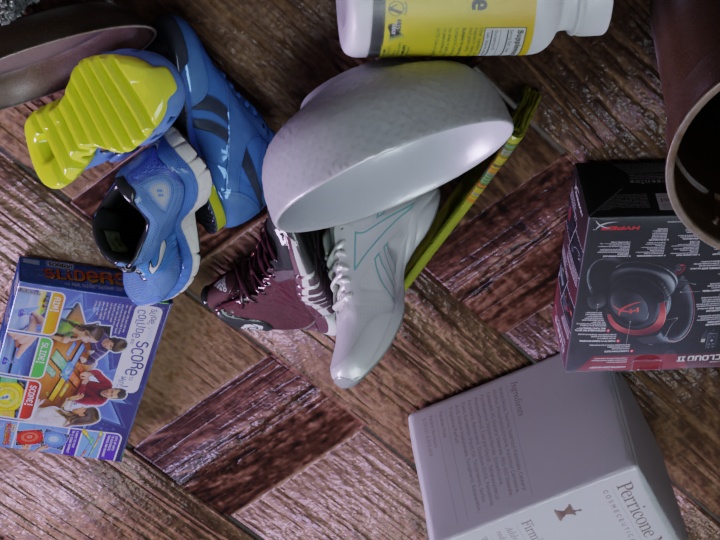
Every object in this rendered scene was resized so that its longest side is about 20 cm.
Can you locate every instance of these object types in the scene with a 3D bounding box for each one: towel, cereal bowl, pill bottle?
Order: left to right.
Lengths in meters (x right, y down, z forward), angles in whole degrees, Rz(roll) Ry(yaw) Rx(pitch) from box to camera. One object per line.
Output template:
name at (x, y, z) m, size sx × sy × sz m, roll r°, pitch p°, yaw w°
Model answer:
cereal bowl at (0.012, -0.106, 1.667) m, size 0.199 × 0.084 × 0.200 m, roll -23°, pitch 171°, yaw -4°
towel at (0.082, -0.061, 1.788) m, size 0.018 × 0.086 × 0.200 m, roll 34°, pitch 123°, yaw -3°
pill bottle at (0.084, -0.217, 1.626) m, size 0.198 × 0.113 × 0.113 m, roll -2°, pitch 132°, yaw -7°

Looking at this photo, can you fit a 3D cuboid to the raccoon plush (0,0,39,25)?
raccoon plush at (-0.185, -0.239, 1.554) m, size 0.198 × 0.135 × 0.097 m, roll -4°, pitch 131°, yaw -4°

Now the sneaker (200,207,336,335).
sneaker at (-0.083, 0.004, 1.809) m, size 0.114 × 0.076 × 0.200 m, roll -7°, pitch 149°, yaw 8°

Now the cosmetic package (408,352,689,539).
cosmetic package at (0.171, 0.201, 1.976) m, size 0.199 × 0.167 × 0.168 m, roll -23°, pitch 131°, yaw 12°

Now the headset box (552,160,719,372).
headset box at (0.248, 0.005, 1.872) m, size 0.147 × 0.075 × 0.201 m, roll -2°, pitch 132°, yaw -5°

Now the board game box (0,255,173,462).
board game box at (-0.251, 0.081, 1.899) m, size 0.134 × 0.035 × 0.201 m, roll 9°, pitch 130°, yaw -16°

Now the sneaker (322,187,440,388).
sneaker at (0.000, 0.000, 1.772) m, size 0.080 × 0.202 × 0.070 m, roll 26°, pitch 154°, yaw -19°

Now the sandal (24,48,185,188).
sandal at (-0.183, -0.125, 1.665) m, size 0.087 × 0.080 × 0.199 m, roll -22°, pitch -177°, yaw -34°

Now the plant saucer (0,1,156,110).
plant saucer at (-0.250, -0.157, 1.619) m, size 0.199 × 0.032 × 0.200 m, roll -20°, pitch 176°, yaw -1°

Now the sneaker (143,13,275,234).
sneaker at (-0.115, -0.125, 1.725) m, size 0.078 × 0.066 × 0.201 m, roll -29°, pitch 129°, yaw -18°

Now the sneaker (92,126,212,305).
sneaker at (-0.179, -0.033, 1.745) m, size 0.089 × 0.079 × 0.201 m, roll -30°, pitch 156°, yaw -25°

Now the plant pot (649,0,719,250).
plant pot at (0.310, -0.148, 1.661) m, size 0.198 × 0.199 × 0.201 m, roll -4°, pitch 132°, yaw -5°
